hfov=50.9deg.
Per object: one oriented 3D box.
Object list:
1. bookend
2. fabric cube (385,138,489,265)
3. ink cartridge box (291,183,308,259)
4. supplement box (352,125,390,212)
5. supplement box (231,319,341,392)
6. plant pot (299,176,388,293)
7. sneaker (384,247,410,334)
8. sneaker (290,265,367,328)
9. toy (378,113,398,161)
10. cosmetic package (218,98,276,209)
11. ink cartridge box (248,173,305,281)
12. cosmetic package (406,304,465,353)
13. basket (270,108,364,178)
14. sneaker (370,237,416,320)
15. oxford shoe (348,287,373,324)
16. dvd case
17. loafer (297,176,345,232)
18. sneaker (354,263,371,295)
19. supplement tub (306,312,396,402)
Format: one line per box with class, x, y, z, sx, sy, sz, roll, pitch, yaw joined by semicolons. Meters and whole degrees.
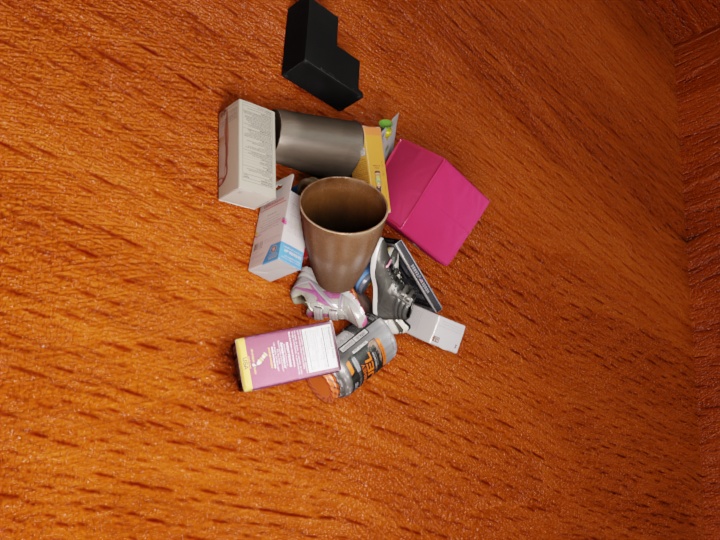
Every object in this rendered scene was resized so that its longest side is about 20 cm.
bookend;-0.088;-0.539;1.876;0.196;0.091;0.206;22;61;-40
fabric cube;0.158;-0.168;1.869;0.198;0.196;0.202;32;93;-40
ink cartridge box;-0.096;-0.095;1.744;0.114;0.066;0.206;-9;84;-45
supplement box;0.019;-0.232;1.784;0.066;0.068;0.206;-5;85;-45
supplement box;-0.150;0.172;1.506;0.194;0.131;0.106;-10;83;-15
plant pot;-0.043;-0.058;1.590;0.187;0.184;0.204;-44;152;-43
sneaker;0.088;0.049;1.779;0.076;0.085;0.207;6;86;-77
sneaker;-0.074;0.078;1.666;0.089;0.197;0.082;-51;155;-22
toy;0.047;-0.291;1.907;0.046;0.203;0.116;25;47;14
cosmetic package;-0.245;-0.248;1.630;0.102;0.086;0.206;14;67;-42
ink cartridge box;-0.170;-0.092;1.636;0.067;0.114;0.205;26;60;-36
cosmetic package;0.148;0.127;1.821;0.100;0.198;0.076;23;87;-38
basket;-0.118;-0.290;1.727;0.196;0.179;0.140;8;68;-33
sneaker;0.077;0.022;1.676;0.071;0.097;0.205;-49;141;-55
oxford shoe;-0.020;0.073;1.779;0.203;0.070;0.073;60;28;-22
dvd case;0.118;0.009;1.875;0.024;0.150;0.203;-34;104;-12
loafer;-0.069;-0.131;1.687;0.202;0.075;0.068;57;47;-27
sneaker;0.000;0.000;1.767;0.078;0.066;0.200;40;13;-2
supplement tub;-0.022;0.194;1.674;0.198;0.121;0.125;-35;102;-31
